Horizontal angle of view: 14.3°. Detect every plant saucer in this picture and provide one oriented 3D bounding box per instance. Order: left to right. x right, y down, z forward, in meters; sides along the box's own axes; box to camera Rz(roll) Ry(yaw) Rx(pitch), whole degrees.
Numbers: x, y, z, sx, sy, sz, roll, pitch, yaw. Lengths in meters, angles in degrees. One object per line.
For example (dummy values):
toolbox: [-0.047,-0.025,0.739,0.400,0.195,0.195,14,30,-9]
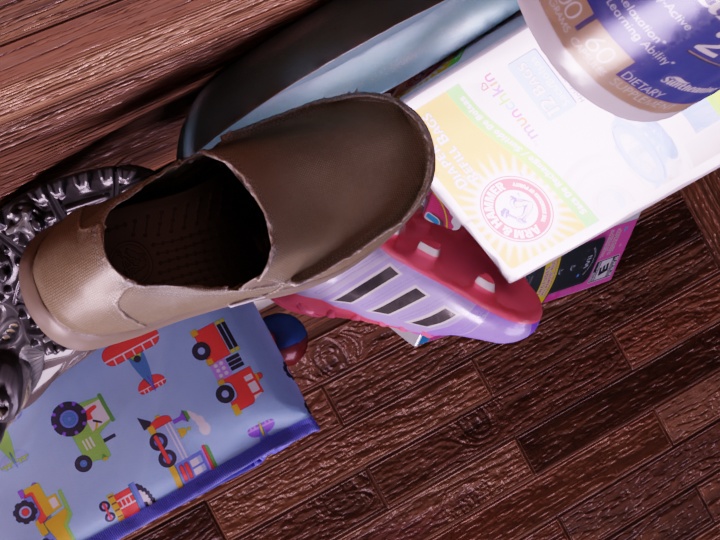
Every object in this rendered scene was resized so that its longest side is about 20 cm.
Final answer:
plant saucer: [0.001,-0.100,1.271,0.200,0.027,0.200,-29,177,-1]

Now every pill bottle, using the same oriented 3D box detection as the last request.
pill bottle: [0.162,-0.148,1.142,0.200,0.111,0.111,-32,175,42]

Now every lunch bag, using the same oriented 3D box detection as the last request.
lunch bag: [-0.148,0.063,1.420,0.200,0.151,0.094,-27,176,-27]

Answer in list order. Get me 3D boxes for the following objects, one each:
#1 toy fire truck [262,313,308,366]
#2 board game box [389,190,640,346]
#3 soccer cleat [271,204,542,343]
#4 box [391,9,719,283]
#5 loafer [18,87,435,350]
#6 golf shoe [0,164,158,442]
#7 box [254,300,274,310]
toy fire truck: [-0.121,0.067,1.710,0.167,0.113,0.200,-12,-176,21]
board game box: [0.096,-0.048,1.702,0.200,0.064,0.148,-15,135,-47]
soccer cleat: [0.000,0.000,1.450,0.067,0.199,0.077,-23,135,-60]
box: [0.124,-0.098,1.373,0.200,0.113,0.101,-30,-163,34]
loafer: [-0.044,-0.021,1.202,0.200,0.076,0.067,-27,-177,-26]
golf shoe: [-0.138,0.002,1.305,0.200,0.078,0.095,-40,-175,38]
box: [-0.052,-0.024,1.620,0.082,0.069,0.200,-28,177,2]
